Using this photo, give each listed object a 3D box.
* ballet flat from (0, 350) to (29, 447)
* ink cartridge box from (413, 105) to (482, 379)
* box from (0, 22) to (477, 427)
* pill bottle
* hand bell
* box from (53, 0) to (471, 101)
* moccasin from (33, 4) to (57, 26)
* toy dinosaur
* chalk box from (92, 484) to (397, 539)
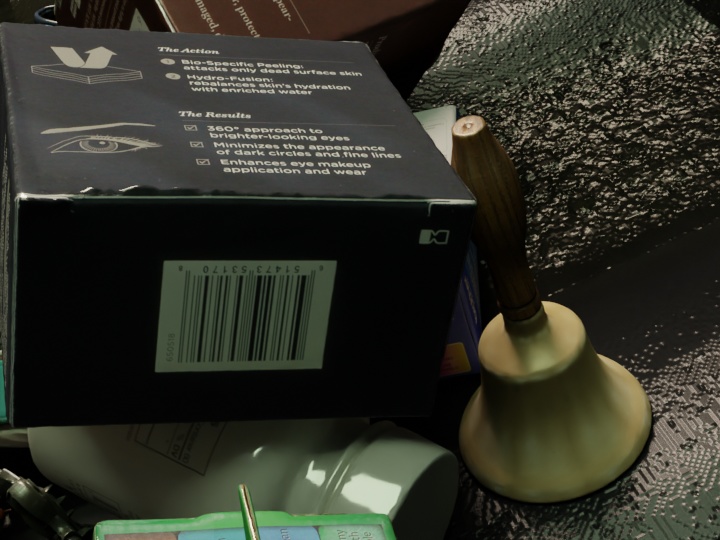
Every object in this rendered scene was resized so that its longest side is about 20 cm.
[{"bbox_3d":[-0.173,0.076,0.830,0.198,0.070,0.070,1,36,-16],"label":"ballet flat"},{"bbox_3d":[0.000,0.000,0.846,0.135,0.077,0.201,-11,38,12],"label":"ink cartridge box"},{"bbox_3d":[-0.073,-0.028,0.691,0.195,0.118,0.200,1,29,-16],"label":"box"},{"bbox_3d":[-0.057,0.092,0.721,0.199,0.115,0.115,22,54,24],"label":"pill bottle"},{"bbox_3d":[0.077,0.009,0.704,0.103,0.201,0.105,-12,39,10],"label":"hand bell"},{"bbox_3d":[-0.068,-0.172,0.930,0.199,0.166,0.165,-25,77,-26],"label":"box"},{"bbox_3d":[-0.170,-0.198,1.155,0.198,0.068,0.081,-14,39,8],"label":"moccasin"},{"bbox_3d":[-0.212,0.129,0.735,0.102,0.136,0.200,-46,1,-8],"label":"toy dinosaur"},{"bbox_3d":[-0.040,0.172,0.542,0.123,0.201,0.125,2,36,-16],"label":"chalk box"}]
